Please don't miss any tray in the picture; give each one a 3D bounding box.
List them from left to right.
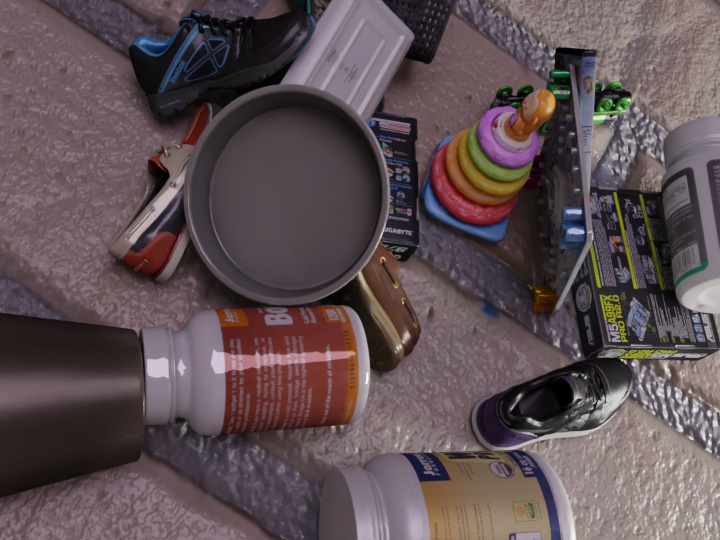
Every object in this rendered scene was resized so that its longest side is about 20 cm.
[{"bbox_3d":[-0.015,-0.205,0.906,0.107,0.022,0.202,38,70,-28],"label":"tray"}]

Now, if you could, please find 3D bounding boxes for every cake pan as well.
[{"bbox_3d":[-0.067,-0.069,0.812,0.197,0.037,0.203,0,90,12],"label":"cake pan"}]

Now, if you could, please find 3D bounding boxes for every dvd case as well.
[{"bbox_3d":[0.227,-0.136,0.941,0.017,0.143,0.203,-1,105,2],"label":"dvd case"}]

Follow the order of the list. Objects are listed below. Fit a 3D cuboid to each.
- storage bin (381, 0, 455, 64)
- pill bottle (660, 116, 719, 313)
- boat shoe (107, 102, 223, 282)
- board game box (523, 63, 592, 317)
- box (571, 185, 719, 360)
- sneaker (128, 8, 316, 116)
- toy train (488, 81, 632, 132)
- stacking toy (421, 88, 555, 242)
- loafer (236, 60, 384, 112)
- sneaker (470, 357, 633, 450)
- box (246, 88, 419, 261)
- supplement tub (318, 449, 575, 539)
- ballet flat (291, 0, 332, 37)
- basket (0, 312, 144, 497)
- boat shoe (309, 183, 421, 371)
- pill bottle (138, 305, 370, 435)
[{"bbox_3d":[0.061,-0.356,0.982,0.092,0.201,0.136,12,38,-14],"label":"storage bin"},{"bbox_3d":[0.403,-0.064,0.983,0.112,0.113,0.203,9,65,-15],"label":"pill bottle"},{"bbox_3d":[-0.185,-0.088,0.863,0.062,0.071,0.202,29,65,-25],"label":"boat shoe"},{"bbox_3d":[0.204,-0.079,0.926,0.025,0.201,0.203,0,66,1],"label":"board game box"},{"bbox_3d":[0.322,0.002,1.016,0.158,0.044,0.203,2,66,-18],"label":"box"},{"bbox_3d":[-0.142,-0.225,0.879,0.198,0.083,0.074,-20,28,12],"label":"sneaker"},{"bbox_3d":[0.246,-0.199,1.071,0.197,0.057,0.042,-6,54,-21],"label":"toy train"},{"bbox_3d":[0.150,-0.129,0.924,0.109,0.200,0.117,23,62,-8],"label":"stacking toy"},{"bbox_3d":[-0.069,-0.219,0.976,0.198,0.072,0.063,16,39,-18],"label":"loafer"},{"bbox_3d":[0.217,0.133,0.896,0.198,0.088,0.077,-16,73,-25],"label":"sneaker"},{"bbox_3d":[-0.034,-0.102,0.937,0.197,0.046,0.161,7,66,-16],"label":"box"},{"bbox_3d":[0.072,0.234,0.770,0.197,0.145,0.146,2,66,-18],"label":"supplement tub"},{"bbox_3d":[-0.040,-0.303,0.978,0.074,0.068,0.201,-9,43,-10],"label":"ballet flat"},{"bbox_3d":[-0.285,0.107,0.715,0.197,0.136,0.183,-1,71,-23],"label":"basket"},{"bbox_3d":[0.000,0.000,0.876,0.067,0.072,0.202,-34,104,-39],"label":"boat shoe"},{"bbox_3d":[-0.099,0.090,0.793,0.197,0.112,0.114,-1,67,-20],"label":"pill bottle"}]
